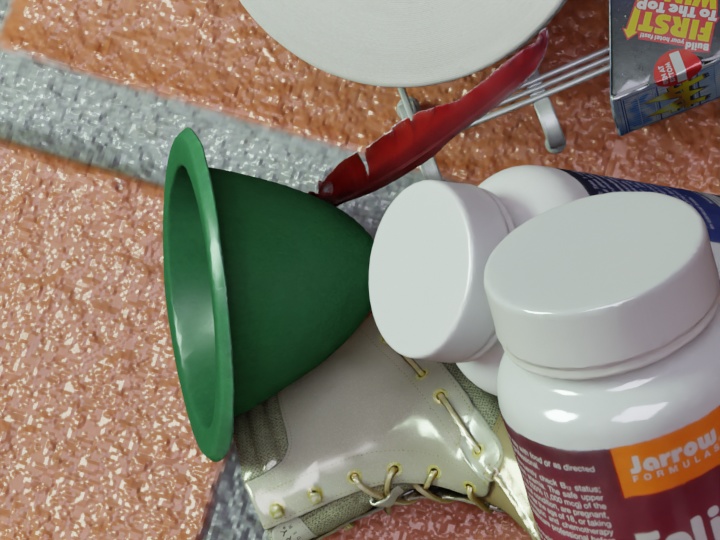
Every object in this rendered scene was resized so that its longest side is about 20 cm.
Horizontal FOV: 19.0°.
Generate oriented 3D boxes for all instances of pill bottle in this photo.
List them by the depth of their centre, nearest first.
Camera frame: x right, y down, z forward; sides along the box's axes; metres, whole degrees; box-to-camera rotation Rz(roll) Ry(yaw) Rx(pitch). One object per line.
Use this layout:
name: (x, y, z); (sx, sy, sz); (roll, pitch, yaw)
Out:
pill bottle: (0.124, 0.075, 0.933); (0.113, 0.114, 0.201); (-16, 118, 5)
pill bottle: (0.107, 0.009, 1.037); (0.199, 0.111, 0.112); (8, 78, -35)

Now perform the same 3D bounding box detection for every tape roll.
tape roll: (0.021, -0.192, 1.071); (0.201, 0.037, 0.205); (2, 99, 10)

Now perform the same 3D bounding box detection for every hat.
hat: (0.000, 0.000, 1.084); (0.174, 0.200, 0.167); (-6, 76, -13)

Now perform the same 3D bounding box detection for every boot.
boot: (0.026, 0.108, 1.087); (0.154, 0.072, 0.201); (-31, 56, 3)

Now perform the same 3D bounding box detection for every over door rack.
over door rack: (0.074, -0.146, 1.148); (0.147, 0.067, 0.201); (-21, 64, 4)

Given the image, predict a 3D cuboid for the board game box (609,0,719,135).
board game box: (0.195, -0.158, 1.049); (0.198, 0.062, 0.202); (12, 79, 15)
